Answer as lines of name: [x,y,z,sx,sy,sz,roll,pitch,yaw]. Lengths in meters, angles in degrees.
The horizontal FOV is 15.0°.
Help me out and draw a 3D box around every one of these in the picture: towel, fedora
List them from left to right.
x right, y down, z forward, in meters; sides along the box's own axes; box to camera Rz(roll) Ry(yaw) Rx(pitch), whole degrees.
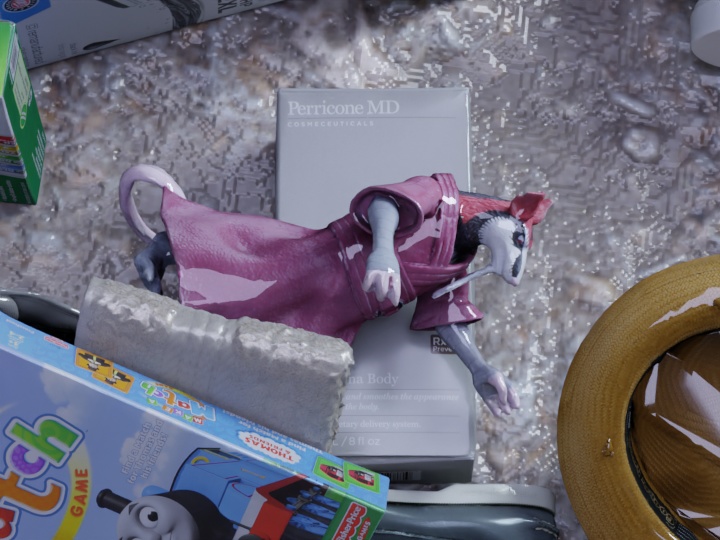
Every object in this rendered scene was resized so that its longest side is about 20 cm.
towel: [-0.080,0.096,1.313,0.132,0.200,0.034,14,37,1]
fedora: [0.198,0.085,1.384,0.200,0.082,0.201,1,97,6]

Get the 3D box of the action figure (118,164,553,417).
action figure: [0.000,0.000,1.341,0.200,0.134,0.149,-24,48,-3]

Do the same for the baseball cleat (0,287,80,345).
baseball cleat: [-0.224,0.047,1.388,0.200,0.106,0.070,-10,62,-10]

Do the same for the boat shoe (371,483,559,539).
boat shoe: [0.004,0.147,1.387,0.200,0.073,0.062,-3,71,-8]

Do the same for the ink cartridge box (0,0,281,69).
ink cartridge box: [-0.119,-0.182,1.433,0.200,0.145,0.084,-16,76,-6]

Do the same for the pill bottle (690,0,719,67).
pill bottle: [0.219,-0.213,1.475,0.104,0.104,0.200,4,75,-1]

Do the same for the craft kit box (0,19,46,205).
craft kit box: [-0.265,-0.086,1.374,0.197,0.200,0.049,8,76,1]

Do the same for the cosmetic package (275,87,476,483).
cosmetic package: [0.008,0.008,1.418,0.107,0.090,0.200,-2,78,1]

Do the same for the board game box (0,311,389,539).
board game box: [-0.109,0.124,1.278,0.200,0.037,0.151,24,114,-7]
